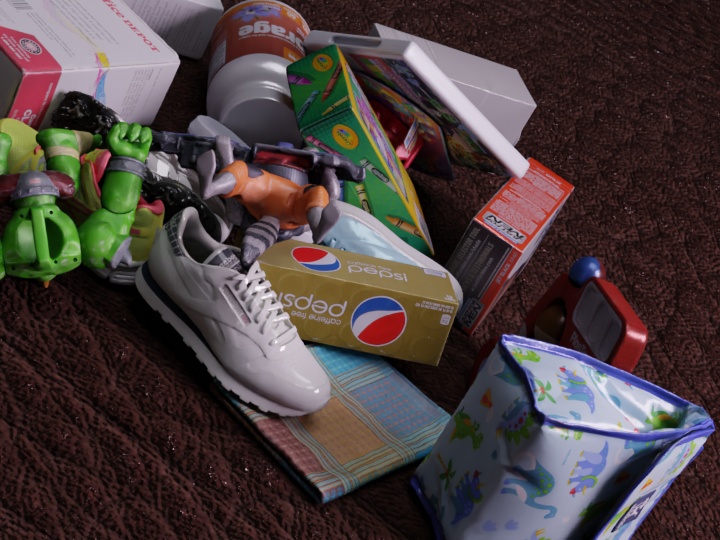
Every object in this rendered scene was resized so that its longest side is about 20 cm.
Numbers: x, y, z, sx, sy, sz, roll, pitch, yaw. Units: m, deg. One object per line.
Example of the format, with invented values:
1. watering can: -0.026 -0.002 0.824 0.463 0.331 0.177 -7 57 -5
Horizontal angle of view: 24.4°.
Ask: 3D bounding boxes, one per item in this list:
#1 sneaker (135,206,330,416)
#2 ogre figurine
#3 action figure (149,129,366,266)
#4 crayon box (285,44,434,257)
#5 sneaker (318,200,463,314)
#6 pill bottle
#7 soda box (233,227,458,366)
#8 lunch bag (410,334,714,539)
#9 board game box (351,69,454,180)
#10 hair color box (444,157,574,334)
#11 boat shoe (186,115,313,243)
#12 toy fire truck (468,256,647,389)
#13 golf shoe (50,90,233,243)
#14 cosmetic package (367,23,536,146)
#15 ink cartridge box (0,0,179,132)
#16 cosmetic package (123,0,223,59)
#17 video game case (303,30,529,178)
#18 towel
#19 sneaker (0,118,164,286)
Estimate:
1. sneaker: -0.097 0.037 1.367 0.200 0.081 0.076 41 28 9
2. ogre figurine: -0.265 -0.051 1.340 0.199 0.098 0.121 -2 74 -30
3. action figure: -0.099 -0.060 1.390 0.199 0.105 0.193 9 2 1
4. crayon box: 0.000 -0.106 1.620 0.200 0.058 0.119 59 11 -37
5. sneaker: 0.000 0.000 1.557 0.199 0.074 0.082 27 36 4
6. pill bottle: -0.101 -0.189 1.708 0.112 0.112 0.200 21 31 -17
7. soda box: -0.020 0.024 1.469 0.199 0.068 0.064 12 25 -12
8. lunch bag: 0.171 0.165 1.360 0.199 0.170 0.128 14 33 -30
9. board game box: 0.017 -0.141 1.747 0.158 0.039 0.200 29 -14 18
10. hair color box: 0.143 -0.028 1.687 0.064 0.111 0.200 34 30 8
11. boat shoe: -0.108 -0.072 1.558 0.068 0.057 0.200 18 22 -47
12. toy fire truck: 0.187 0.080 1.491 0.112 0.168 0.200 21 19 -16
13. golf shoe: -0.198 -0.086 1.518 0.200 0.078 0.094 45 21 12
14. cosmetic package: 0.087 -0.194 1.894 0.199 0.107 0.090 14 34 -30
15. ink cartridge box: -0.295 -0.204 1.585 0.148 0.086 0.200 45 31 25
16. cosmetic package: -0.256 -0.303 1.783 0.199 0.071 0.102 14 34 -27
17. video game case: 0.056 -0.170 1.692 0.200 0.023 0.182 43 -14 -33
18. towel: -0.017 0.118 1.412 0.147 0.022 0.200 43 32 22
19. sneaker: -0.241 -0.079 1.439 0.200 0.091 0.078 38 31 14
